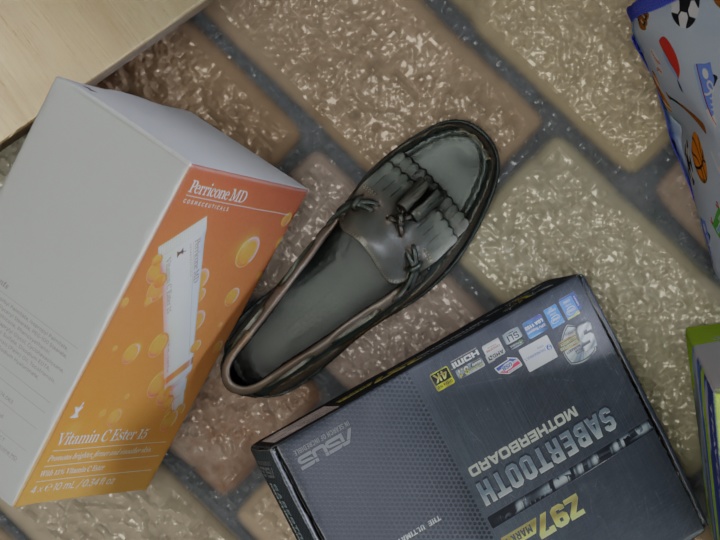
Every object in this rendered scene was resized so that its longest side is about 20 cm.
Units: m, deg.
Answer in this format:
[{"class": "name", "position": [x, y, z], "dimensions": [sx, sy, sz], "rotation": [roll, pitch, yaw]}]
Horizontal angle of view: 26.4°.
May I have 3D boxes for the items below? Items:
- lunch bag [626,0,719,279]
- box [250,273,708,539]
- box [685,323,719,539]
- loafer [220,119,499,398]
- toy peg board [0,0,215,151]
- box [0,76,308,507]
[{"class": "lunch bag", "position": [0.217, -0.079, 0.745], "dimensions": [0.124, 0.200, 0.170], "rotation": [-22, 93, -21]}, {"class": "box", "position": [0.065, 0.115, 0.812], "dimensions": [0.200, 0.051, 0.158], "rotation": [-27, 93, -18]}, {"class": "box", "position": [0.196, 0.100, 0.757], "dimensions": [0.048, 0.200, 0.122], "rotation": [-7, 96, 9]}, {"class": "loafer", "position": [0.000, 0.000, 0.842], "dimensions": [0.072, 0.063, 0.200], "rotation": [44, 101, 2]}, {"class": "toy peg board", "position": [-0.202, -0.179, 0.846], "dimensions": [0.199, 0.098, 0.200], "rotation": [-36, 92, -5]}, {"class": "box", "position": [-0.137, 0.014, 0.821], "dimensions": [0.097, 0.124, 0.200], "rotation": [33, 101, 24]}]
